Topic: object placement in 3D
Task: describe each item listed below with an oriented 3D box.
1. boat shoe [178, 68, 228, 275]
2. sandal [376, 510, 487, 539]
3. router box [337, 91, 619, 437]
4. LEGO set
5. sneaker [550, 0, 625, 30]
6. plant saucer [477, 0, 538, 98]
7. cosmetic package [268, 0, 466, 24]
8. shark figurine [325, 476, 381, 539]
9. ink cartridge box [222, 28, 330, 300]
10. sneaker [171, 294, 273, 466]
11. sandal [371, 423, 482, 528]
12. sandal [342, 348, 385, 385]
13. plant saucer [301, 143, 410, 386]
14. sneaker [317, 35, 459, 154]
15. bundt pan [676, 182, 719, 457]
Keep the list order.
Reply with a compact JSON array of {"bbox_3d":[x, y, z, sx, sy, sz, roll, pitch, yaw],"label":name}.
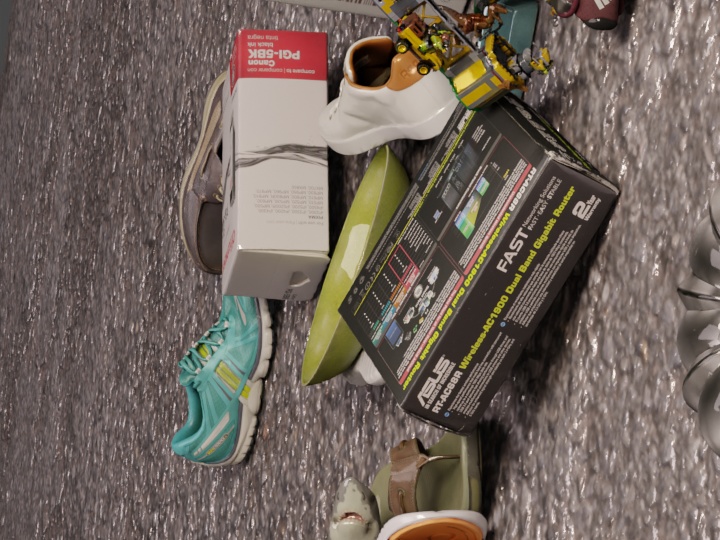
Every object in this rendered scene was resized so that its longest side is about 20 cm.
[{"bbox_3d":[-0.127,-0.093,2.054,0.073,0.074,0.202,-151,67,-68],"label":"boat shoe"},{"bbox_3d":[0.043,0.234,1.537,0.207,0.078,0.060,111,154,-54],"label":"sandal"},{"bbox_3d":[0.076,-0.011,1.450,0.201,0.062,0.150,-60,27,14],"label":"router box"},{"bbox_3d":[0.088,-0.216,1.434,0.115,0.154,0.201,-33,21,29],"label":"LEGO set"},{"bbox_3d":[0.164,-0.210,1.346,0.200,0.075,0.117,-165,76,-79],"label":"sneaker"},{"bbox_3d":[0.091,-0.101,1.565,0.070,0.019,0.202,-144,63,-66],"label":"plant saucer"},{"bbox_3d":[0.002,-0.315,1.647,0.201,0.163,0.166,-112,34,-48],"label":"cosmetic package"},{"bbox_3d":[-0.044,0.236,1.670,0.214,0.128,0.090,-33,23,26],"label":"shark figurine"},{"bbox_3d":[-0.075,-0.089,1.868,0.147,0.082,0.202,117,153,-71],"label":"ink cartridge box"},{"bbox_3d":[-0.129,0.088,2.006,0.077,0.079,0.202,-146,64,-66],"label":"sneaker"},{"bbox_3d":[0.041,0.159,1.573,0.201,0.057,0.081,138,133,-61],"label":"sandal"},{"bbox_3d":[0.031,0.054,1.650,0.203,0.049,0.083,165,125,-80],"label":"sandal"},{"bbox_3d":[0.000,0.000,1.694,0.200,0.031,0.202,-161,90,-84],"label":"plant saucer"},{"bbox_3d":[0.012,-0.145,1.669,0.073,0.085,0.199,-48,18,-22],"label":"sneaker"},{"bbox_3d":[0.226,0.023,1.103,0.202,0.075,0.204,-175,90,-68],"label":"bundt pan"}]
